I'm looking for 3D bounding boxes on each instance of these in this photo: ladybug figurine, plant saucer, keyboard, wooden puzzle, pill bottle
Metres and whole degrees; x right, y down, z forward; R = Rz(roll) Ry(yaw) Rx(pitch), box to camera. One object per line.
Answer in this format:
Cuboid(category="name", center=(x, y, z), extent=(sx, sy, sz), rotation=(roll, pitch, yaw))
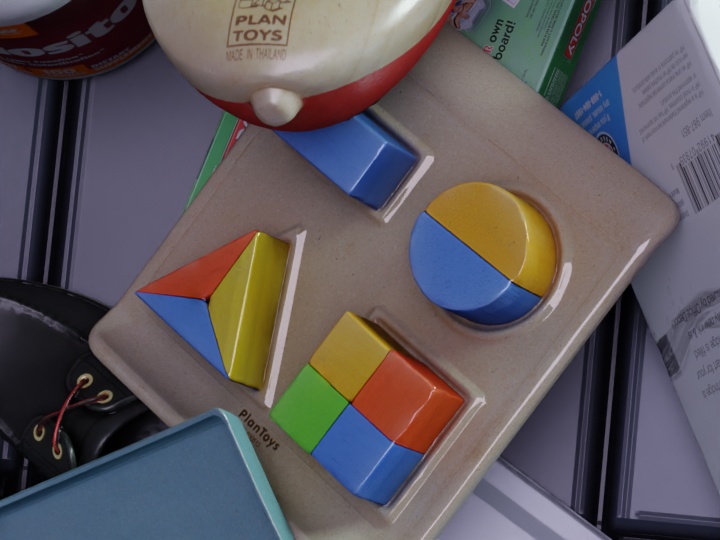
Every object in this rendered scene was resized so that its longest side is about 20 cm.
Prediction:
Cuboid(category="ladybug figurine", center=(-0.017, -0.125, 1.154), extent=(0.136, 0.072, 0.200), rotation=(1, 48, 17))
Cuboid(category="plant saucer", center=(-0.107, 0.114, 1.182), extent=(0.200, 0.019, 0.070), rotation=(-24, 91, 39))
Cuboid(category="keyboard", center=(0.080, 0.129, 1.214), extent=(0.200, 0.011, 0.056), rotation=(36, 95, 10))
Cuboid(category="wooden puzzle", center=(0.000, 0.000, 1.153), extent=(0.185, 0.046, 0.200), rotation=(41, 94, 31))
Cuboid(category="pill bottle", center=(-0.140, -0.147, 1.174), extent=(0.113, 0.200, 0.113), rotation=(-1, 84, 8))

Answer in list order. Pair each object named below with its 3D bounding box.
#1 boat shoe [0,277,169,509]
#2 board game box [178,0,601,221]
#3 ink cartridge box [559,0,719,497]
Cuboid(category="boat shoe", center=(-0.103, 0.065, 1.219), extent=(0.201, 0.063, 0.074), rotation=(35, 92, 11))
Cuboid(category="board game box", center=(0.015, -0.074, 1.215), extent=(0.135, 0.029, 0.200), rotation=(21, 88, 26))
Cuboid(category="ink cartridge box", center=(0.172, -0.006, 1.138), extent=(0.084, 0.145, 0.200), rotation=(-19, 81, -20))
